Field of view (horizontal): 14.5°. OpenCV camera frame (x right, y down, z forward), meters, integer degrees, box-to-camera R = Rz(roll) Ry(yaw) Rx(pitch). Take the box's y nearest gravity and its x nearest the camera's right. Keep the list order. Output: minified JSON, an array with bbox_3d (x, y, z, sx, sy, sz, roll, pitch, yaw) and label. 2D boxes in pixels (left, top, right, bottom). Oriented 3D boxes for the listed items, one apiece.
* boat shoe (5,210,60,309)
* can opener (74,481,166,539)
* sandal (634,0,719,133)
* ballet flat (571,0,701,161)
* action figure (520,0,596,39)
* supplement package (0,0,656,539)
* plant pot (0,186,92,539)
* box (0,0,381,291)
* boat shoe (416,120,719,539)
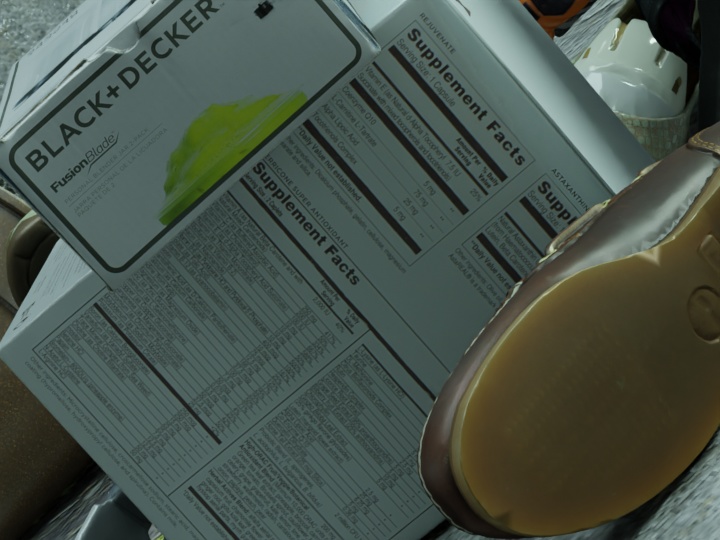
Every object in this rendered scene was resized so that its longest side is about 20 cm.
[{"bbox_3d":[-0.045,-0.023,1.152,0.199,0.072,0.076,-5,12,-6],"label":"boat shoe"},{"bbox_3d":[-0.080,0.097,1.136,0.067,0.053,0.201,-47,12,53],"label":"can opener"},{"bbox_3d":[0.128,-0.134,1.051,0.048,0.201,0.075,13,39,28],"label":"sandal"},{"bbox_3d":[0.117,-0.089,1.188,0.200,0.067,0.063,-56,-19,-57],"label":"ballet flat"},{"bbox_3d":[0.116,-0.189,1.317,0.193,0.104,0.201,-33,41,45],"label":"action figure"},{"bbox_3d":[0.000,0.000,1.027,0.200,0.151,0.152,-40,11,12],"label":"supplement package"},{"bbox_3d":[-0.234,0.076,1.577,0.199,0.200,0.200,-52,12,-17],"label":"plant pot"},{"bbox_3d":[-0.062,-0.070,0.953,0.117,0.060,0.200,-41,11,3],"label":"box"},{"bbox_3d":[0.083,0.018,0.868,0.200,0.071,0.070,-38,13,-34],"label":"boat shoe"}]
